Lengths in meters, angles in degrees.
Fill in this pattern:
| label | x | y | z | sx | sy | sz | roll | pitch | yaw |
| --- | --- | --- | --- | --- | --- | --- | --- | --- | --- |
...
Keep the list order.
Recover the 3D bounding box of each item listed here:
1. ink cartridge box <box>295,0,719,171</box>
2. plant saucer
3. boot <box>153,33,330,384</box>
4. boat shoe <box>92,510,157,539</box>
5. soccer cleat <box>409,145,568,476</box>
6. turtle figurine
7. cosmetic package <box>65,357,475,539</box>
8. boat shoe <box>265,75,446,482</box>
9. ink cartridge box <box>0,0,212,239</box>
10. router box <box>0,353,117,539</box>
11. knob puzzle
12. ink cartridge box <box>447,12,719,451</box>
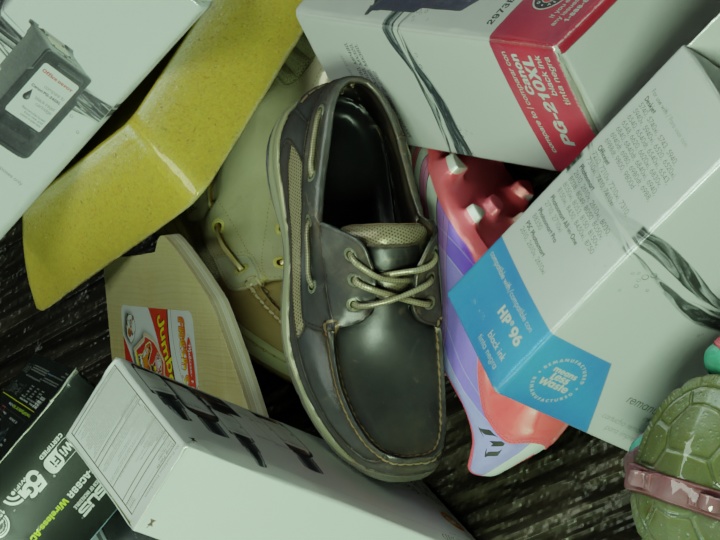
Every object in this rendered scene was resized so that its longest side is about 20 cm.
| label | x | y | z | sx | sy | sz | roll | pitch | yaw |
| --- | --- | --- | --- | --- | --- | --- | --- | --- | --- |
| ink cartridge box | 0.087 | -0.128 | 1.291 | 0.145 | 0.085 | 0.200 | -45 | 32 | -23 |
| plant saucer | -0.106 | -0.091 | 1.474 | 0.200 | 0.048 | 0.200 | -31 | 25 | 53 |
| boot | -0.022 | -0.034 | 1.421 | 0.156 | 0.073 | 0.200 | -55 | 37 | 11 |
| boat shoe | -0.070 | 0.151 | 1.270 | 0.066 | 0.070 | 0.200 | -59 | 31 | 7 |
| soccer cleat | 0.054 | 0.007 | 1.318 | 0.076 | 0.066 | 0.201 | -47 | 44 | 29 |
| turtle figurine | 0.153 | 0.097 | 1.133 | 0.149 | 0.100 | 0.201 | 19 | 91 | 51 |
| cosmetic package | -0.033 | 0.107 | 1.252 | 0.051 | 0.199 | 0.083 | -56 | 40 | 12 |
| boat shoe | 0.000 | 0.000 | 1.277 | 0.073 | 0.074 | 0.201 | 126 | 132 | -62 |
| ink cartridge box | -0.161 | -0.126 | 1.460 | 0.200 | 0.083 | 0.145 | -46 | 14 | 23 |
| router box | -0.181 | 0.121 | 1.368 | 0.150 | 0.062 | 0.200 | -49 | 10 | -7 |
| knob puzzle | -0.078 | 0.080 | 1.383 | 0.219 | 0.030 | 0.221 | 174 | 90 | -66 |
| ink cartridge box | 0.150 | -0.018 | 1.176 | 0.200 | 0.116 | 0.068 | -47 | 42 | 22 |
